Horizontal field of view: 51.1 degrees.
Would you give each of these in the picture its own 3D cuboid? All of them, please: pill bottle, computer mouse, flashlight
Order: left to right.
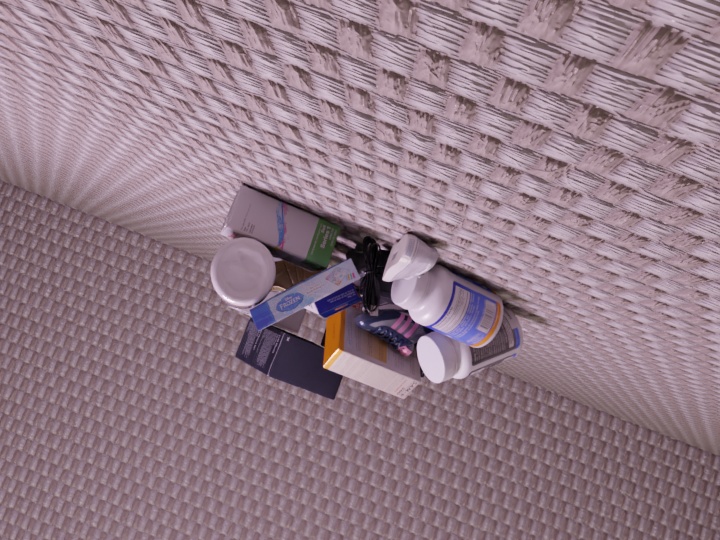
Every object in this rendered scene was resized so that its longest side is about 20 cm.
[{"bbox_3d":[-0.213,0.010,1.369,0.114,0.119,0.200,21,172,-7],"label":"pill bottle"},{"bbox_3d":[0.000,0.000,1.555,0.068,0.067,0.200,54,-178,7],"label":"flashlight"},{"bbox_3d":[0.059,0.017,1.406,0.051,0.143,0.199,-2,173,23],"label":"computer mouse"},{"bbox_3d":[0.156,0.057,1.373,0.197,0.115,0.111,24,172,-26],"label":"pill bottle"},{"bbox_3d":[0.218,0.148,1.508,0.196,0.117,0.113,-16,-169,-27],"label":"pill bottle"}]

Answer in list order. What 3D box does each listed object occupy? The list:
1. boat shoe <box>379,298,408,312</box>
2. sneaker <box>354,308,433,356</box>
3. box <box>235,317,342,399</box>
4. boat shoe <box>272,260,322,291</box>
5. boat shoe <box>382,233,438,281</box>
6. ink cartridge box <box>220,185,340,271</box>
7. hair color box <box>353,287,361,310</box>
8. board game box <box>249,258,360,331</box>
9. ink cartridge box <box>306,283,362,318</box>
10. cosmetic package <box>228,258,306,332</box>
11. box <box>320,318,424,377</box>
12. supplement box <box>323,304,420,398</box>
[{"bbox_3d":[0.117,0.034,1.536,0.195,0.095,0.075,-12,159,15],"label":"boat shoe"},{"bbox_3d":[0.075,0.128,1.516,0.196,0.084,0.070,9,155,-34],"label":"sneaker"},{"bbox_3d":[-0.162,0.205,1.765,0.197,0.106,0.181,26,173,-34],"label":"box"},{"bbox_3d":[-0.163,0.009,1.572,0.195,0.075,0.065,-5,-169,12],"label":"boat shoe"},{"bbox_3d":[0.084,-0.015,1.258,0.067,0.074,0.200,21,164,-5],"label":"boat shoe"},{"bbox_3d":[-0.151,-0.074,1.395,0.196,0.086,0.145,22,172,-13],"label":"ink cartridge box"},{"bbox_3d":[0.038,0.075,1.661,0.194,0.065,0.111,1,-156,-6],"label":"hair color box"},{"bbox_3d":[-0.104,0.043,1.365,0.044,0.196,0.200,64,173,-1],"label":"board game box"},{"bbox_3d":[-0.078,0.047,1.569,0.098,0.040,0.199,-23,-161,-24],"label":"ink cartridge box"},{"bbox_3d":[-0.202,0.023,1.800,0.162,0.204,0.165,22,173,-14],"label":"cosmetic package"},{"bbox_3d":[0.048,0.160,1.779,0.195,0.126,0.199,21,-177,31],"label":"box"},{"bbox_3d":[0.025,0.166,1.554,0.197,0.128,0.074,24,130,-20],"label":"supplement box"}]
